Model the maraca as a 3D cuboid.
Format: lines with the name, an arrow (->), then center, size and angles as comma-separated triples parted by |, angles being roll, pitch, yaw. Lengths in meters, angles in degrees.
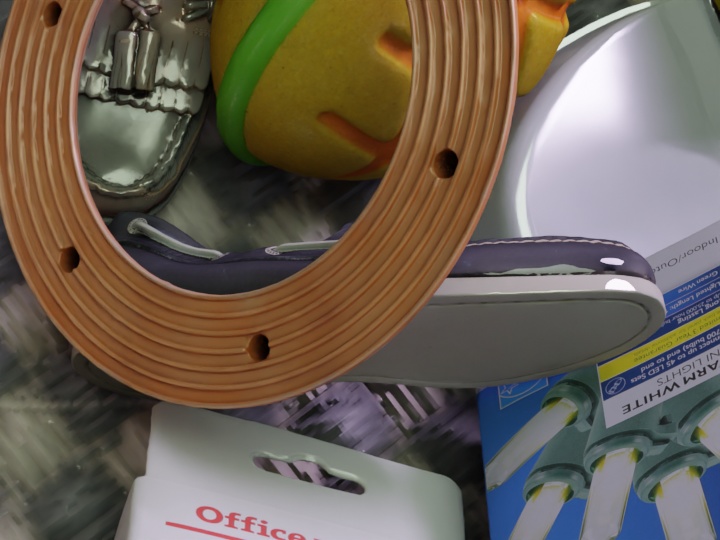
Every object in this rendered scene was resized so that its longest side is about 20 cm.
maraca -> 0.030, -0.106, 0.776 | 0.200, 0.137, 0.107 | -39, 75, -12

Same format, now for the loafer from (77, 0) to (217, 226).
loafer -> -0.077, -0.118, 0.796 | 0.071, 0.063, 0.201 | 11, 68, -12

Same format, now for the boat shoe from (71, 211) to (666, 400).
boat shoe -> 0.000, 0.000, 0.734 | 0.199, 0.073, 0.063 | -5, 62, 18

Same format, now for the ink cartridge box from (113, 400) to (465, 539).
ink cartridge box -> -0.027, 0.135, 0.687 | 0.114, 0.068, 0.200 | 16, 32, -9

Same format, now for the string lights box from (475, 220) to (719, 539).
string lights box -> 0.096, 0.082, 0.695 | 0.059, 0.102, 0.200 | 51, 20, -30

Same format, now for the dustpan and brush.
dustpan and brush -> 0.057, -0.005, 0.804 | 0.199, 0.057, 0.140 | -21, 89, -28

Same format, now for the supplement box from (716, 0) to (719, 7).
supplement box -> 0.233, -0.149, 0.846 | 0.199, 0.109, 0.110 | -17, 75, -28

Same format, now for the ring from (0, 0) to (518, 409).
ring -> -0.035, -0.057, 0.702 | 0.019, 0.200, 0.202 | 12, 60, -57
